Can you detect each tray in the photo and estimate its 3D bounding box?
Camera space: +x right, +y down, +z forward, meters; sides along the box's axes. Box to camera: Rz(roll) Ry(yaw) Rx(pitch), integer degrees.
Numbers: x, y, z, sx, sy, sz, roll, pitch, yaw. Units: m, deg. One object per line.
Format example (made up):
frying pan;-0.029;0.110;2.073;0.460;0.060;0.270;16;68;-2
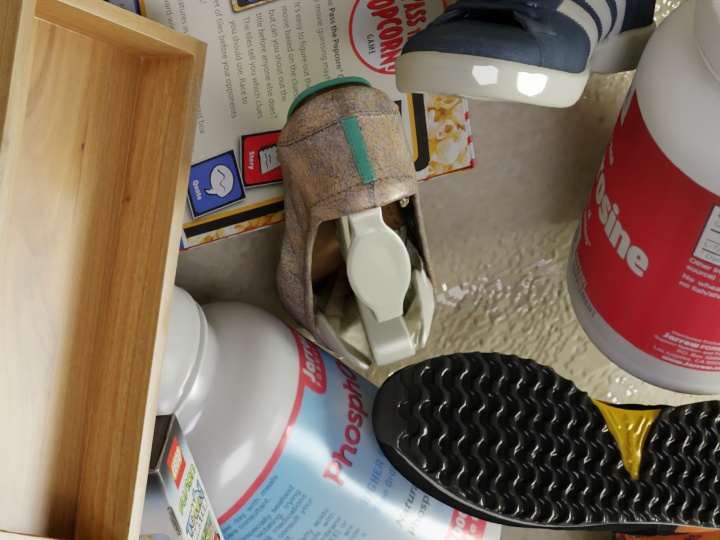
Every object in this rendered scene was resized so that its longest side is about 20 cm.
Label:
tray;-0.113;0.002;0.873;0.098;0.037;0.201;17;78;-52

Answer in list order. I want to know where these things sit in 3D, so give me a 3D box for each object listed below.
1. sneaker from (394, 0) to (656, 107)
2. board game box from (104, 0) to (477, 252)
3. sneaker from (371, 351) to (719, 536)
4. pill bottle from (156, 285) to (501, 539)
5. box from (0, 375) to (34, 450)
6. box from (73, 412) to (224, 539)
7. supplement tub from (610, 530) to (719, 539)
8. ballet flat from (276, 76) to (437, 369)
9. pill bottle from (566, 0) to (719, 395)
sneaker;0.069;-0.116;0.957;0.075;0.200;0.085;9;106;19
board game box;-0.057;-0.090;0.971;0.199;0.046;0.152;-16;119;-16
sneaker;0.085;0.085;1.043;0.199;0.090;0.070;10;73;-24
pill bottle;-0.040;0.082;1.025;0.200;0.109;0.109;36;97;-33
box;-0.247;0.022;0.857;0.199;0.050;0.199;-27;119;-4
box;-0.155;0.118;0.973;0.199;0.035;0.110;-6;126;15
supplement tub;0.186;0.185;1.166;0.122;0.123;0.201;-22;121;-13
ballet flat;0.000;0.000;0.977;0.068;0.067;0.200;-23;153;-4
pill bottle;0.160;-0.045;1.005;0.112;0.113;0.200;-11;146;-19
